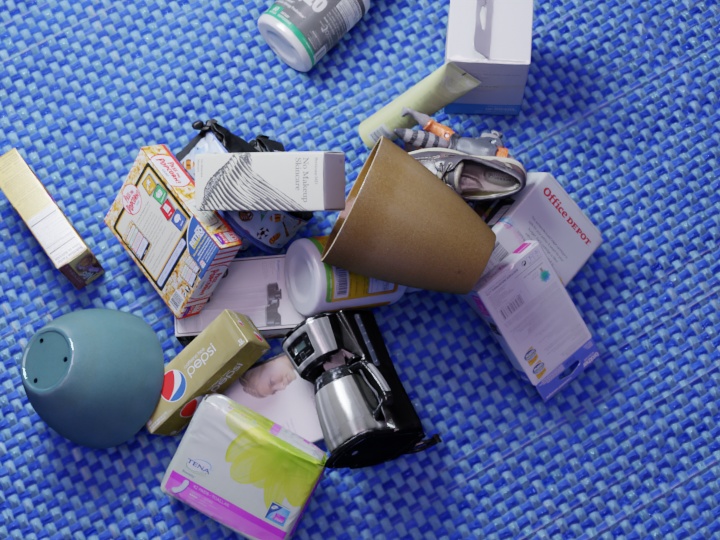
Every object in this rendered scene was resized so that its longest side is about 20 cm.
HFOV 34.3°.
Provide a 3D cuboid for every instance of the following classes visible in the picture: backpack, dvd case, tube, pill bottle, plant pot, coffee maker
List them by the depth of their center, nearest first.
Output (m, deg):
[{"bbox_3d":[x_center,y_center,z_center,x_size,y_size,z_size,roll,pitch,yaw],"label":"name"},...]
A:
[{"bbox_3d":[0.074,-0.052,1.569,0.199,0.186,0.187,27,75,-6],"label":"plant pot"},{"bbox_3d":[-0.394,0.140,1.629,0.199,0.135,0.202,-9,71,25],"label":"plant pot"},{"bbox_3d":[-0.004,0.168,1.651,0.134,0.192,0.201,-30,64,15],"label":"coffee maker"},{"bbox_3d":[0.000,0.000,1.687,0.199,0.111,0.112,-8,71,-29],"label":"pill bottle"},{"bbox_3d":[-0.138,0.205,1.702,0.199,0.018,0.143,-22,74,-5],"label":"dvd case"},{"bbox_3d":[-0.171,-0.110,1.714,0.190,0.200,0.154,42,105,21],"label":"backpack"},{"bbox_3d":[0.084,-0.249,1.762,0.199,0.058,0.052,-30,94,35],"label":"tube"},{"bbox_3d":[-0.058,-0.420,1.844,0.113,0.113,0.200,40,77,12],"label":"pill bottle"}]

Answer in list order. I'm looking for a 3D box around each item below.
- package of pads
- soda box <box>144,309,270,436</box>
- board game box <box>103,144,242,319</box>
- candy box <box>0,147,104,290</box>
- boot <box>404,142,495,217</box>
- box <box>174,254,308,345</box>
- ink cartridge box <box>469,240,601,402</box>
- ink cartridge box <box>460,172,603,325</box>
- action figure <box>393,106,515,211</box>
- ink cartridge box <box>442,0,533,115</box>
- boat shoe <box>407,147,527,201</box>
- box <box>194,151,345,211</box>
[{"bbox_3d":[-0.159,0.278,1.624,0.199,0.068,0.155,27,96,3],"label":"package of pads"},{"bbox_3d":[-0.227,0.147,1.657,0.200,0.068,0.064,-44,66,11],"label":"soda box"},{"bbox_3d":[-0.271,-0.055,1.662,0.046,0.152,0.200,-16,60,-50],"label":"board game box"},{"bbox_3d":[-0.469,-0.075,1.744,0.056,0.117,0.200,-35,76,-9],"label":"candy box"},{"bbox_3d":[0.156,-0.140,1.787,0.097,0.075,0.200,-31,74,-27],"label":"boot"},{"bbox_3d":[-0.174,0.042,1.731,0.198,0.060,0.118,-3,73,0],"label":"box"},{"bbox_3d":[0.248,0.073,1.649,0.119,0.042,0.201,-38,106,-16],"label":"ink cartridge box"},{"bbox_3d":[0.235,-0.024,1.702,0.146,0.083,0.200,46,76,-18],"label":"ink cartridge box"},{"bbox_3d":[0.137,-0.145,1.690,0.192,0.105,0.201,11,66,7],"label":"action figure"},{"bbox_3d":[0.192,-0.336,1.767,0.124,0.200,0.130,4,73,2],"label":"ink cartridge box"},{"bbox_3d":[0.134,-0.132,1.630,0.198,0.065,0.073,5,99,3],"label":"boat shoe"},{"bbox_3d":[-0.122,-0.119,1.562,0.199,0.068,0.083,0,94,25],"label":"box"}]
